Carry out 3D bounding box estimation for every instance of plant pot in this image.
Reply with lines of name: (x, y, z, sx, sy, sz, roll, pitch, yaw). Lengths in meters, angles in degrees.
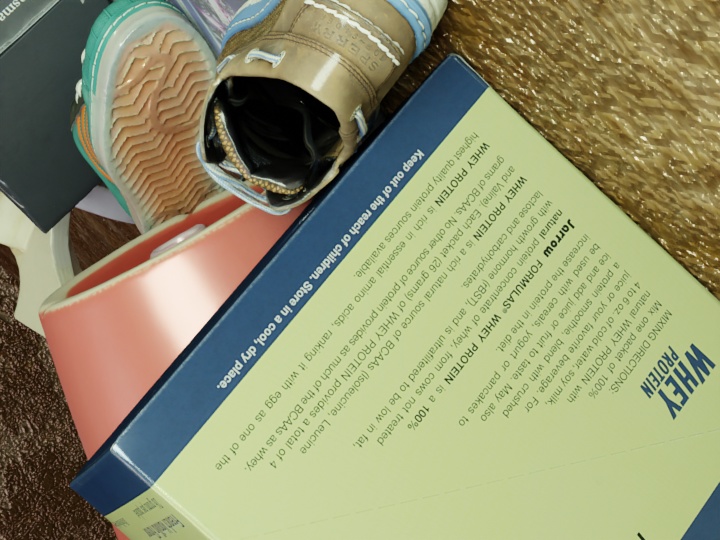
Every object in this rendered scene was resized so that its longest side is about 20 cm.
plant pot: (-0.051, 0.060, 0.745, 0.178, 0.200, 0.200, 63, 163, -10)

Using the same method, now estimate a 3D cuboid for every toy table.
toy table: (-0.250, -0.034, 1.114, 0.183, 0.118, 0.199, 14, -169, -46)

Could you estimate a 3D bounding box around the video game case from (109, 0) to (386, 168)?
video game case: (-0.067, -0.113, 0.729, 0.199, 0.019, 0.143, 30, 163, 38)

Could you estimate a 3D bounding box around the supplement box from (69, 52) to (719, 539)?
supplement box: (0.031, 0.069, 0.605, 0.200, 0.200, 0.134, 42, 160, -4)

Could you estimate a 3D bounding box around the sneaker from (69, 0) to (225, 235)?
sneaker: (-0.117, -0.083, 0.778, 0.080, 0.071, 0.200, 48, 162, 19)

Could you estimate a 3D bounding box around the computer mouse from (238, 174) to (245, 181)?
computer mouse: (0.000, 0.000, 0.847, 0.138, 0.053, 0.201, 33, 154, 28)

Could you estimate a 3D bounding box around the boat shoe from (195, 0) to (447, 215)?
boat shoe: (-0.032, -0.065, 0.599, 0.072, 0.073, 0.200, 33, 161, -3)

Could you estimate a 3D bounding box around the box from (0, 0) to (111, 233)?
box: (-0.220, -0.142, 0.849, 0.182, 0.104, 0.200, 42, 170, 14)
